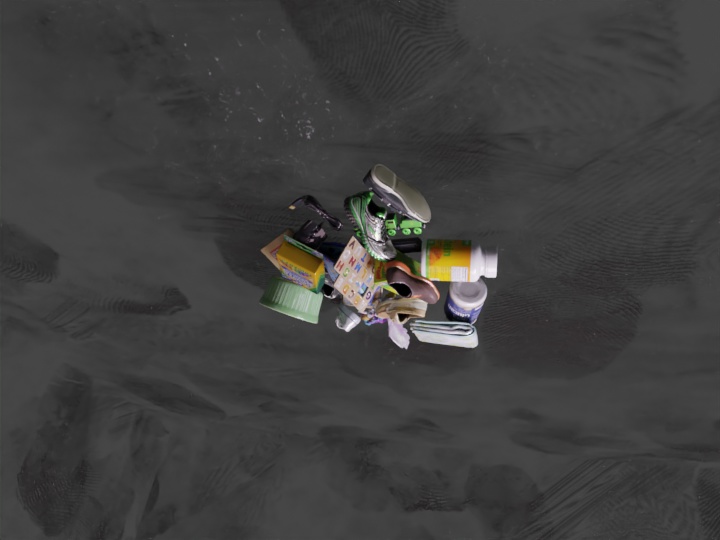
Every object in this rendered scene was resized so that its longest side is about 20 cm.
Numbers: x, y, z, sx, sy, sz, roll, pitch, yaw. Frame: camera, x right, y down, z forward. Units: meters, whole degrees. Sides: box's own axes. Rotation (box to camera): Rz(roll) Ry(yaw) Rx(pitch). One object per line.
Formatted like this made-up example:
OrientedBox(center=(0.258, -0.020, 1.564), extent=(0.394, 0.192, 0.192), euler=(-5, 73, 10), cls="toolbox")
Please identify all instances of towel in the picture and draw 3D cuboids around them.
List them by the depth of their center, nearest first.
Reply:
OrientedBox(center=(0.260, 0.192, 1.641), extent=(0.197, 0.049, 0.171), euler=(6, 164, 17), cls="towel")

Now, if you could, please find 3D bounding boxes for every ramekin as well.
OrientedBox(center=(-0.215, 0.089, 1.694), extent=(0.197, 0.099, 0.200), euler=(20, 176, 1), cls="ramekin")

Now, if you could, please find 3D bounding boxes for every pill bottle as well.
OrientedBox(center=(0.264, -0.027, 1.430), extent=(0.196, 0.113, 0.112), euler=(2, 148, 12), cls="pill bottle")
OrientedBox(center=(0.312, 0.103, 1.620), extent=(0.109, 0.113, 0.201), euler=(7, 148, 5), cls="pill bottle")

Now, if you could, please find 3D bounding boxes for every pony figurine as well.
OrientedBox(center=(0.113, 0.129, 1.705), extent=(0.191, 0.168, 0.200), euler=(30, 126, -21), cls="pony figurine")

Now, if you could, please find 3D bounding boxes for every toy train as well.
OrientedBox(center=(0.072, -0.123, 1.404), extent=(0.197, 0.042, 0.057), euler=(-1, 137, 18), cls="toy train")

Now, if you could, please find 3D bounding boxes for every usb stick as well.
OrientedBox(center=(0.078, -0.065, 1.497), extent=(0.197, 0.033, 0.056), euler=(-4, 152, 21), cls="usb stick")

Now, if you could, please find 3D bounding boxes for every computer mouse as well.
OrientedBox(center=(-0.152, -0.113, 1.432), extent=(0.140, 0.046, 0.199), euler=(44, 136, -14), cls="computer mouse")

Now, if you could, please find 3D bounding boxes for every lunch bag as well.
OrientedBox(center=(-0.050, -0.004, 1.546), extent=(0.198, 0.095, 0.151), euler=(18, 151, 38), cls="lunch bag")

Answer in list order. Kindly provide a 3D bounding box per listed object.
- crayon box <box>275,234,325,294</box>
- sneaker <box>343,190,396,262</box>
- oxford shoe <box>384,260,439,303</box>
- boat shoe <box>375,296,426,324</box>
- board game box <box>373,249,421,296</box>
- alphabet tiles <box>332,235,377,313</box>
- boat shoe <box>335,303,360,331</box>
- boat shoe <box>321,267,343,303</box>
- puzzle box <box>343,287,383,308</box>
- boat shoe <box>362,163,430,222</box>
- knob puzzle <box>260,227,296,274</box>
OrientedBox(center=(-0.166, -0.012, 1.487), extent=(0.124, 0.052, 0.201), euler=(27, 159, 9), cls="crayon box")
OrientedBox(center=(0.038, -0.108, 1.352), extent=(0.084, 0.078, 0.201), euler=(-21, 113, 29), cls="sneaker")
OrientedBox(center=(0.135, 0.052, 1.411), extent=(0.199, 0.073, 0.071), euler=(30, 138, -31), cls="oxford shoe")
OrientedBox(center=(0.113, 0.120, 1.548), extent=(0.073, 0.068, 0.199), euler=(18, 155, -33), cls="boat shoe")
OrientedBox(center=(0.116, 0.012, 1.499), extent=(0.047, 0.103, 0.199), euler=(-11, 156, 38), cls="board game box")
OrientedBox(center=(0.000, 0.000, 1.441), extent=(0.007, 0.169, 0.200), euler=(19, 162, 38), cls="alphabet tiles")
OrientedBox(center=(-0.056, 0.160, 1.779), extent=(0.074, 0.067, 0.200), euler=(44, 173, -6), cls="boat shoe")
OrientedBox(center=(-0.103, 0.059, 1.710), extent=(0.071, 0.069, 0.201), euler=(-1, 148, 13), cls="boat shoe")
OrientedBox(center=(0.009, 0.062, 1.722), extent=(0.131, 0.026, 0.201), euler=(6, 148, 5), cls="puzzle box")
OrientedBox(center=(0.085, -0.175, 1.284), extent=(0.198, 0.076, 0.066), euler=(31, 145, -29), cls="boat shoe")
OrientedBox(center=(-0.181, -0.029, 1.593), extent=(0.217, 0.031, 0.222), euler=(19, 138, 17), cls="knob puzzle")
